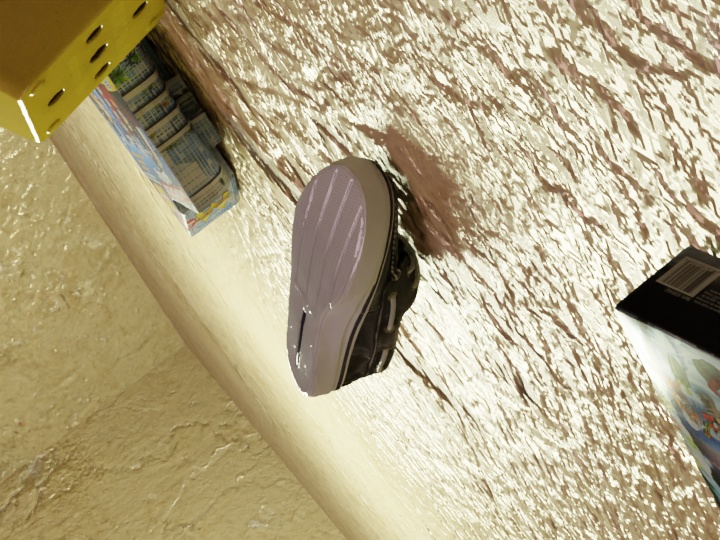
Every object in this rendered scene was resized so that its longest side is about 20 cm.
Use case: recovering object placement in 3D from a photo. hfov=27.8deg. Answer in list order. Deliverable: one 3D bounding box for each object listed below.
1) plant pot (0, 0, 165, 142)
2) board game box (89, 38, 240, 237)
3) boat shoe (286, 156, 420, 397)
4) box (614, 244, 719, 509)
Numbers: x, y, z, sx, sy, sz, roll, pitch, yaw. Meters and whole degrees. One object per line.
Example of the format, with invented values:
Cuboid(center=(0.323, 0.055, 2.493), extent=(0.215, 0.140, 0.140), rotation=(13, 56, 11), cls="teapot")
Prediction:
Cuboid(center=(-0.241, -0.204, 0.983), extent=(0.176, 0.200, 0.200), rotation=(42, 169, 1), cls="plant pot")
Cuboid(center=(-0.165, -0.118, 1.245), extent=(0.200, 0.062, 0.200), rotation=(57, 169, -20), cls="board game box")
Cuboid(center=(0.000, 0.000, 0.877), extent=(0.072, 0.070, 0.201), rotation=(62, 155, 29), cls="boat shoe")
Cuboid(center=(0.170, 0.078, 0.442), extent=(0.137, 0.040, 0.200), rotation=(58, 169, -24), cls="box")
